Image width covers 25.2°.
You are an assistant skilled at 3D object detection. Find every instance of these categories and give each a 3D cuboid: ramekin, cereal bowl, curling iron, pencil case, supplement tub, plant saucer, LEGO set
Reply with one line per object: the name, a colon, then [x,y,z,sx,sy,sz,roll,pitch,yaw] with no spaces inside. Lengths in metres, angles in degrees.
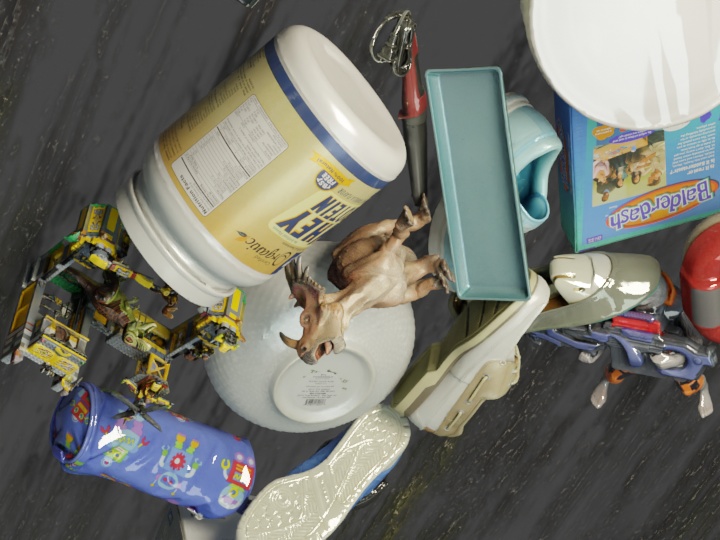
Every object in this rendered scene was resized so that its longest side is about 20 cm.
ramekin: [0.215,-0.216,1.247,0.200,0.094,0.204,-4,114,-10]
cereal bowl: [-0.041,0.075,1.450,0.198,0.084,0.201,-10,132,-12]
curling iron: [0.037,-0.130,1.332,0.050,0.025,0.201,-45,146,-29]
pencil case: [-0.189,0.169,1.481,0.199,0.078,0.087,25,85,-33]
supplement tub: [-0.079,-0.079,1.260,0.200,0.145,0.144,-38,131,15]
plant saucer: [0.101,-0.072,1.338,0.069,0.019,0.202,2,110,30]
LEGO set: [-0.195,0.053,1.319,0.153,0.117,0.200,-23,133,32]

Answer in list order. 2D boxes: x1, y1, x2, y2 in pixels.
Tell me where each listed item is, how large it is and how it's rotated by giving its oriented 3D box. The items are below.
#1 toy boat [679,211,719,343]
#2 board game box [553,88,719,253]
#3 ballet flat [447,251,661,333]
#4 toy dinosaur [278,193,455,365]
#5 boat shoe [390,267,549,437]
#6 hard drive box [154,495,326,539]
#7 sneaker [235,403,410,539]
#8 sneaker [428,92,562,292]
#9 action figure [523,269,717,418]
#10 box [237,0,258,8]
toy boat: [0.373,0.016,1.348,0.198,0.131,0.131,-13,130,3]
board game box: [0.247,-0.120,1.403,0.151,0.045,0.201,-15,132,-6]
ballet flat: [0.169,0.019,1.449,0.199,0.068,0.064,-17,138,27]
toy dinosaur: [0.000,0.000,1.349,0.135,0.200,0.086,-21,98,12]
boat shoe: [0.110,0.075,1.438,0.068,0.075,0.200,35,128,-11]
hard drive box: [-0.103,0.315,1.556,0.155,0.201,0.077,8,127,-23]
sneaker: [-0.037,0.213,1.534,0.200,0.077,0.111,-43,169,-19]
sneaker: [0.117,-0.048,1.385,0.073,0.082,0.201,-16,137,-34]
action figure: [0.252,0.057,1.534,0.199,0.105,0.194,16,146,22]
box: [-0.102,-0.298,1.128,0.199,0.046,0.159,31,114,-37]
